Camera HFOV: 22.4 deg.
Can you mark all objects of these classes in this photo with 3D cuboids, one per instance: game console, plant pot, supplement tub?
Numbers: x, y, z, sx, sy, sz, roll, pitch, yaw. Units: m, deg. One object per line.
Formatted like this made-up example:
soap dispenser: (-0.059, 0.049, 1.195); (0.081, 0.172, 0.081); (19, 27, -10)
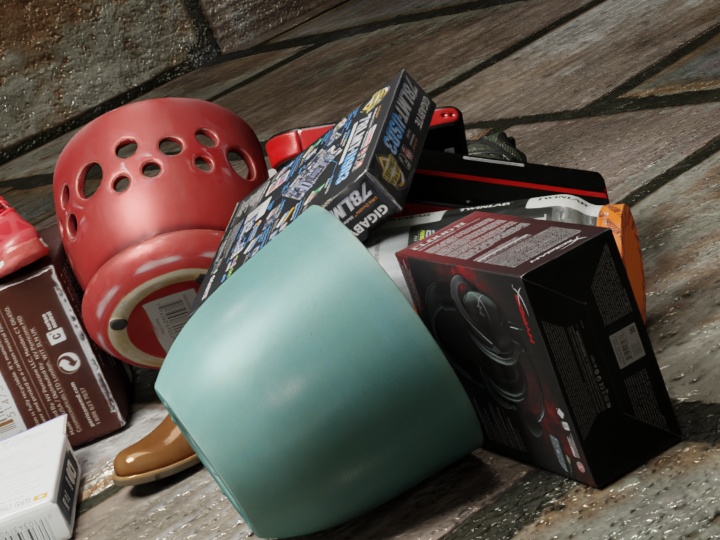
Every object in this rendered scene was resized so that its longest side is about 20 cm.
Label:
game console: (0.011, -0.104, 1.677); (0.176, 0.031, 0.200); (-13, -13, 3)
plant pot: (-0.040, 0.083, 1.221); (0.161, 0.201, 0.200); (-35, 17, -10)
plant pot: (-0.167, -0.026, 1.636); (0.199, 0.201, 0.183); (-21, 53, 3)
supplement tub: (0.107, 0.010, 1.360); (0.199, 0.123, 0.123); (-8, 18, 17)
game console: (0.109, -0.059, 1.499); (0.199, 0.031, 0.177); (8, 18, 1)

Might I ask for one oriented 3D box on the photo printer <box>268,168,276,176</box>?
photo printer: (-0.104, -0.065, 2.067); (0.166, 0.070, 0.200); (-27, 16, -20)

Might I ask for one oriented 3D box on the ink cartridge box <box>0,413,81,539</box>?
ink cartridge box: (-0.328, 0.201, 1.493); (0.197, 0.044, 0.200); (-22, 17, 1)

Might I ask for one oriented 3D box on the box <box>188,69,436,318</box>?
box: (-0.036, -0.051, 1.442); (0.198, 0.050, 0.200); (-36, 18, 25)

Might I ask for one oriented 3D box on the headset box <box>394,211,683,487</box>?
headset box: (0.110, 0.046, 1.208); (0.077, 0.150, 0.200); (-27, 16, -21)

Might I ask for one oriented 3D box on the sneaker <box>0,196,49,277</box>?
sneaker: (-0.351, -0.055, 1.633); (0.078, 0.116, 0.200); (-29, 17, -27)

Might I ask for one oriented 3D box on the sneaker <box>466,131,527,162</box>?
sneaker: (0.090, -0.099, 1.864); (0.199, 0.077, 0.114); (4, 15, 37)

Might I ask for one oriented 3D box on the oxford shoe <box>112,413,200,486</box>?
oxford shoe: (-0.131, 0.110, 1.488); (0.200, 0.072, 0.071); (-35, 21, -35)

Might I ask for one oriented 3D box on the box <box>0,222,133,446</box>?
box: (-0.318, 0.073, 1.693); (0.163, 0.167, 0.200); (-22, 15, 2)
